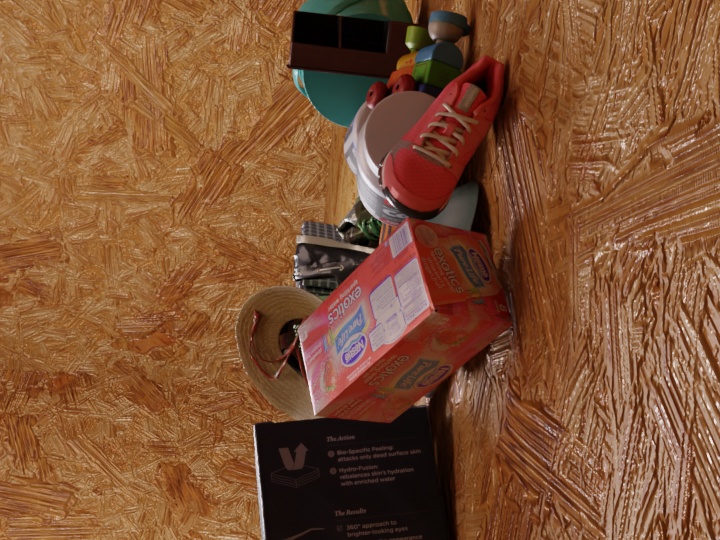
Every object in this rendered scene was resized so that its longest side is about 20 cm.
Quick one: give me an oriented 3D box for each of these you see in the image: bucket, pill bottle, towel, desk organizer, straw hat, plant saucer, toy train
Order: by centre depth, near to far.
[{"bbox_3d":[0.067,-0.008,1.107,0.201,0.039,0.202,-159,90,-85],"label":"plant saucer"},{"bbox_3d":[0.051,-0.120,1.157,0.200,0.113,0.114,85,-173,-82],"label":"pill bottle"},{"bbox_3d":[0.058,-0.234,1.234,0.200,0.084,0.116,7,82,66],"label":"toy train"},{"bbox_3d":[-0.047,0.087,1.251,0.085,0.201,0.202,-32,-42,-47],"label":"straw hat"},{"bbox_3d":[0.003,-0.301,1.412,0.072,0.199,0.077,-110,26,-77],"label":"desk organizer"},{"bbox_3d":[0.036,-0.174,1.429,0.200,0.113,0.114,170,103,-84],"label":"pill bottle"},{"bbox_3d":[-0.006,-0.318,1.554,0.135,0.206,0.208,-104,18,-58],"label":"bucket"},{"bbox_3d":[-0.015,-0.001,1.603,0.200,0.165,0.086,-97,18,-60],"label":"towel"}]

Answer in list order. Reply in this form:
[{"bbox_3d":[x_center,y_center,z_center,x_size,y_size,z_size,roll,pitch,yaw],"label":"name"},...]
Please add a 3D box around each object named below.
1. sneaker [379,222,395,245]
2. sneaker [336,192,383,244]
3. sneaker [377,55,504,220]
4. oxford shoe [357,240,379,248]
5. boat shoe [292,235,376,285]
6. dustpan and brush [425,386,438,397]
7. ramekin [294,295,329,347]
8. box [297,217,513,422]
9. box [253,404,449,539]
[{"bbox_3d":[0.044,0.019,1.234,0.112,0.077,0.201,17,-119,-59],"label":"sneaker"},{"bbox_3d":[0.026,-0.060,1.401,0.077,0.089,0.200,52,166,-15],"label":"sneaker"},{"bbox_3d":[0.078,-0.131,0.962,0.200,0.074,0.087,-58,-3,-39],"label":"sneaker"},{"bbox_3d":[0.031,-0.039,1.507,0.200,0.084,0.073,-66,-15,-70],"label":"oxford shoe"},{"bbox_3d":[0.000,0.000,1.384,0.072,0.199,0.068,23,-102,-62],"label":"boat shoe"},{"bbox_3d":[0.084,0.083,1.148,0.200,0.057,0.140,116,172,-52],"label":"dustpan and brush"},{"bbox_3d":[-0.011,0.080,1.387,0.200,0.199,0.098,165,101,-84],"label":"ramekin"},{"bbox_3d":[0.036,0.053,0.974,0.200,0.094,0.103,-46,46,41],"label":"box"},{"bbox_3d":[-0.013,0.269,1.161,0.118,0.196,0.201,102,162,-64],"label":"box"}]
